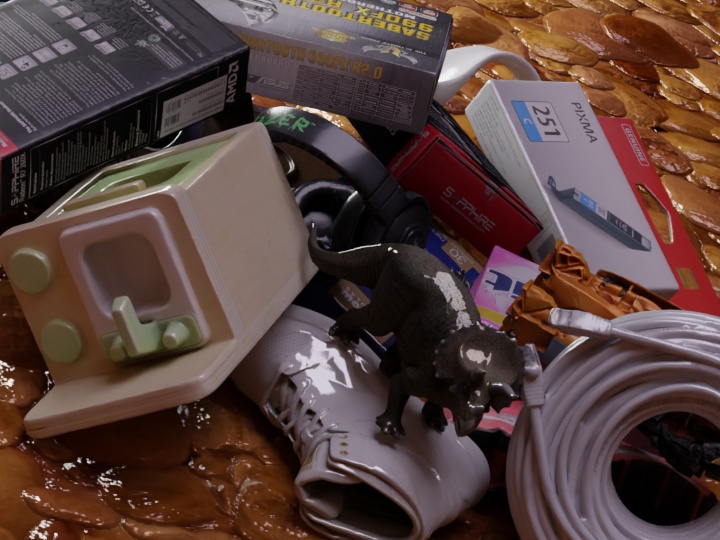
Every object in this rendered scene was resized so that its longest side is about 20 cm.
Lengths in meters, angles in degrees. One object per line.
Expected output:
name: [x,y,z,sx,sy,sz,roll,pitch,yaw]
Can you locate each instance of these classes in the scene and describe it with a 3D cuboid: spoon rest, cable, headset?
spoon rest: [0.069,-0.154,1.992,0.200,0.061,0.099,2,11,-39]
cable: [0.188,0.123,1.498,0.199,0.200,0.069,5,5,1]
headset: [0.002,-0.032,1.596,0.123,0.200,0.094,6,47,49]

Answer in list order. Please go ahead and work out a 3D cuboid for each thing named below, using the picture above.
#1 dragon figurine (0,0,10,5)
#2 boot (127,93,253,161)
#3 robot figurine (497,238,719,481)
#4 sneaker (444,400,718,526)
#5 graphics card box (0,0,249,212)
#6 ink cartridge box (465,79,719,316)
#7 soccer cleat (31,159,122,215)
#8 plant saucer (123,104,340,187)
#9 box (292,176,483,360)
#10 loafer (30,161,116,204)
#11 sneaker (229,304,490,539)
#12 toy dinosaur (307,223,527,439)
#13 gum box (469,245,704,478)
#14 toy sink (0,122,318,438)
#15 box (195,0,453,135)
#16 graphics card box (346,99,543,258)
dragon figurine: [-0.253,-0.170,1.688,0.059,0.200,0.100,-14,66,-23]
boot: [-0.114,-0.100,1.677,0.075,0.097,0.200,12,46,7]
robot figurine: [0.192,0.062,1.593,0.200,0.058,0.145,29,31,7]
sneaker: [0.140,0.120,1.586,0.200,0.074,0.087,19,27,-9]
graphics card box: [-0.185,-0.122,1.552,0.200,0.051,0.125,-29,54,-32]
ink cartridge box: [0.191,-0.055,1.888,0.176,0.045,0.200,-1,55,-36]
soccer cleat: [-0.188,-0.103,1.703,0.068,0.073,0.200,19,32,-11]
plant saucer: [-0.076,-0.070,1.781,0.200,0.035,0.200,19,30,-11]
box: [0.000,0.000,1.687,0.121,0.032,0.200,46,34,4]
loafer: [-0.248,-0.101,1.616,0.200,0.076,0.068,17,61,6]
sneaker: [-0.024,0.094,1.503,0.200,0.074,0.116,33,27,13]
toy dinosaur: [0.039,0.035,1.487,0.077,0.102,0.200,8,41,-41]
gum box: [0.150,0.068,1.684,0.200,0.066,0.114,25,28,1]
toy sink: [-0.130,0.000,1.482,0.130,0.112,0.200,-15,17,25]
box: [-0.040,-0.163,1.735,0.200,0.048,0.158,14,21,2]
graphics card box: [0.047,-0.093,1.824,0.125,0.051,0.200,37,11,-35]
